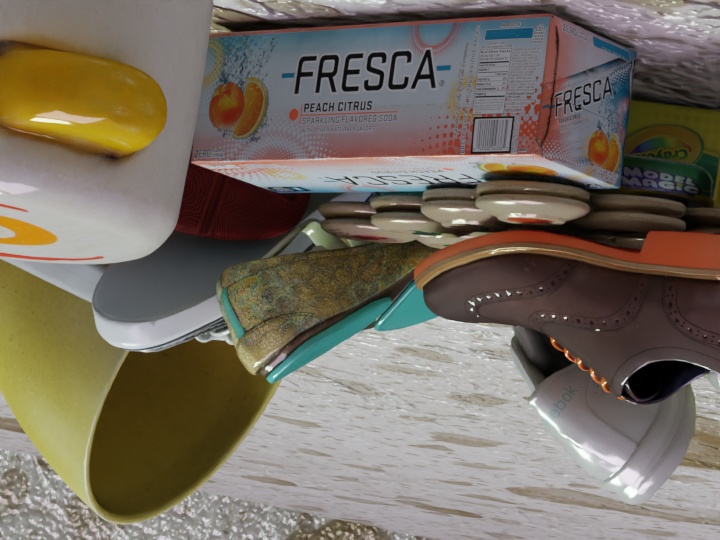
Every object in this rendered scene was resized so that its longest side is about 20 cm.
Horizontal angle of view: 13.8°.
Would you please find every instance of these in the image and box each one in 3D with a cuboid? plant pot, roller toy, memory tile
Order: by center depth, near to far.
[{"bbox_3d":[-0.156,-0.074,1.245,0.199,0.140,0.182,5,170,16],"label":"roller toy"},{"bbox_3d":[0.084,-0.020,1.377,0.153,0.017,0.200,7,174,-27],"label":"memory tile"},{"bbox_3d":[-0.145,0.028,1.766,0.142,0.200,0.200,33,180,24],"label":"plant pot"}]

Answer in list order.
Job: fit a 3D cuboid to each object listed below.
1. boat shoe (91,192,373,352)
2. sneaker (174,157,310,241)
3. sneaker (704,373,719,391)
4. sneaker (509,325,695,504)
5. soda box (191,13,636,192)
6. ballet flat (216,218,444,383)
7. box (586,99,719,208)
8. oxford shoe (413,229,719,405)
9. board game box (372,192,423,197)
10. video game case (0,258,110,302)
[{"bbox_3d":[-0.061,0.004,1.511,0.073,0.068,0.199,13,-148,27],"label":"boat shoe"},{"bbox_3d":[-0.121,-0.068,1.501,0.199,0.079,0.116,22,178,-3],"label":"sneaker"},{"bbox_3d":[0.204,0.023,1.439,0.075,0.077,0.200,-25,179,33],"label":"sneaker"},{"bbox_3d":[0.107,0.031,1.421,0.088,0.075,0.200,31,-161,-12],"label":"sneaker"},{"bbox_3d":[0.021,-0.072,1.320,0.200,0.064,0.068,1,169,39],"label":"soda box"},{"bbox_3d":[0.000,0.000,1.473,0.071,0.071,0.200,2,-166,37],"label":"ballet flat"},{"bbox_3d":[0.118,-0.046,1.435,0.117,0.049,0.200,8,173,9],"label":"box"},{"bbox_3d":[0.102,0.021,1.310,0.200,0.073,0.071,0,174,43],"label":"oxford shoe"},{"bbox_3d":[0.103,-0.015,1.617,0.199,0.047,0.151,10,170,-3],"label":"board game box"},{"bbox_3d":[-0.211,-0.055,1.467,0.182,0.023,0.200,38,180,12],"label":"video game case"}]
